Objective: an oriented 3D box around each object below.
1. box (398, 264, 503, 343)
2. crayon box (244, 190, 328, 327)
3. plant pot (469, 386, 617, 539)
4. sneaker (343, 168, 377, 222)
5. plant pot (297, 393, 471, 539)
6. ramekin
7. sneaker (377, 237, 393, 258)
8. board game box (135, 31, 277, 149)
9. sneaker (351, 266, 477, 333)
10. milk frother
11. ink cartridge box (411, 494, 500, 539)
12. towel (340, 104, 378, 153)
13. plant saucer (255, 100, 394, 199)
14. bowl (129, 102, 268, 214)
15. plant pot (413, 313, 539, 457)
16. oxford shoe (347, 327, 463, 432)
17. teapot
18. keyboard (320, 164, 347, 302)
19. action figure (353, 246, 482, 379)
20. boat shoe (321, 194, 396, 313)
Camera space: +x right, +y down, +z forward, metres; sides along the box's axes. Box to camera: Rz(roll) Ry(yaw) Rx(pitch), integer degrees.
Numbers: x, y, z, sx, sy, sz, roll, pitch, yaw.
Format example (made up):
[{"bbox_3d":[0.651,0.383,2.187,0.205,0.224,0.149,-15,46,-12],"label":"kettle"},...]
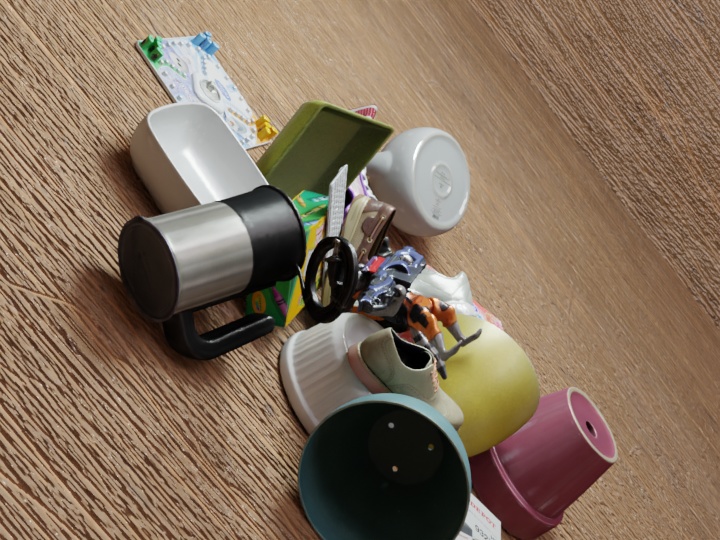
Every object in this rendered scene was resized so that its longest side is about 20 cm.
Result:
[{"bbox_3d":[0.139,0.095,1.907,0.200,0.094,0.103,36,29,-36],"label":"box"},{"bbox_3d":[-0.087,-0.019,1.596,0.058,0.120,0.200,14,22,11],"label":"crayon box"},{"bbox_3d":[0.277,0.274,1.825,0.200,0.179,0.201,43,25,-26],"label":"plant pot"},{"bbox_3d":[-0.036,-0.143,1.924,0.088,0.080,0.201,8,51,-49],"label":"sneaker"},{"bbox_3d":[0.040,0.229,1.423,0.201,0.200,0.135,54,19,-1],"label":"plant pot"},{"bbox_3d":[-0.004,0.146,1.569,0.202,0.094,0.203,42,27,-27],"label":"ramekin"},{"bbox_3d":[-0.036,-0.049,1.748,0.200,0.111,0.077,35,30,-37],"label":"sneaker"},{"bbox_3d":[-0.221,-0.265,1.795,0.201,0.026,0.200,56,23,1],"label":"board game box"},{"bbox_3d":[0.068,0.038,1.771,0.198,0.076,0.093,3,61,-10],"label":"sneaker"},{"bbox_3d":[-0.131,-0.003,1.349,0.187,0.199,0.182,-19,89,-41],"label":"milk frother"},{"bbox_3d":[0.102,0.354,1.504,0.145,0.084,0.201,45,25,-19],"label":"ink cartridge box"},{"bbox_3d":[-0.055,-0.217,1.904,0.200,0.143,0.023,-67,145,-63],"label":"towel"},{"bbox_3d":[-0.072,-0.158,1.735,0.048,0.200,0.199,48,19,25],"label":"plant saucer"},{"bbox_3d":[-0.205,-0.114,1.563,0.200,0.074,0.200,56,24,2],"label":"bowl"},{"bbox_3d":[0.130,0.183,1.694,0.200,0.200,0.142,51,48,-7],"label":"plant pot"},{"bbox_3d":[0.073,0.142,1.510,0.200,0.074,0.071,38,29,-34],"label":"oxford shoe"},{"bbox_3d":[0.086,-0.148,2.085,0.197,0.145,0.201,-41,117,-42],"label":"teapot"},{"bbox_3d":[-0.036,-0.046,1.638,0.011,0.201,0.056,13,39,10],"label":"keyboard"},{"bbox_3d":[0.048,0.056,1.582,0.193,0.105,0.200,35,30,13],"label":"action figure"},{"bbox_3d":[0.000,0.000,1.666,0.071,0.202,0.072,16,-4,13],"label":"boat shoe"}]
